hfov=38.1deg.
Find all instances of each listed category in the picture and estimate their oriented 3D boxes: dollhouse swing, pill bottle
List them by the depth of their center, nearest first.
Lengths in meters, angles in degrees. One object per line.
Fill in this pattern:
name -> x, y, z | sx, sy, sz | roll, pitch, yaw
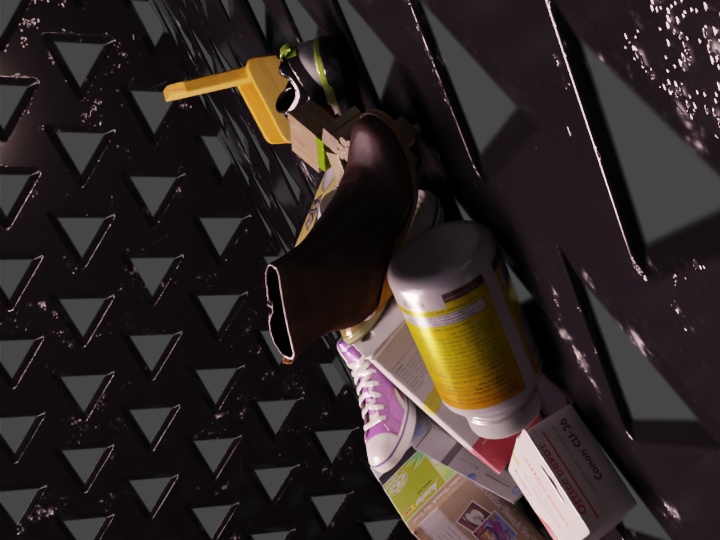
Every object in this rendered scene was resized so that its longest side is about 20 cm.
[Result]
pill bottle -> 0.108, 0.061, 0.998 | 0.202, 0.108, 0.109 | 65, 171, -27
dollhouse swing -> -0.163, -0.218, 1.490 | 0.184, 0.174, 0.200 | 62, 171, -13

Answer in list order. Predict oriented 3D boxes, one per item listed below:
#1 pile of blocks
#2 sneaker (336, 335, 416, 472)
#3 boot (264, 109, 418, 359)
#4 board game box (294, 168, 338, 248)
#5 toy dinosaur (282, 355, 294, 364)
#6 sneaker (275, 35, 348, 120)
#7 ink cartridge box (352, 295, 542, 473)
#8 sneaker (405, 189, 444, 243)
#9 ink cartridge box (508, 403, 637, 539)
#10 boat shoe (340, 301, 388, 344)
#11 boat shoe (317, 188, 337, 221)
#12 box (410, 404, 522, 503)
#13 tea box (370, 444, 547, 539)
pile of blocks -> 0.004, -0.131, 1.089 | 0.199, 0.062, 0.083 | 25, 145, 47
sneaker -> 0.010, 0.141, 1.276 | 0.114, 0.072, 0.203 | 32, -136, -27
boot -> -0.020, -0.033, 0.963 | 0.072, 0.165, 0.203 | 17, 121, 36
board game box -> -0.040, -0.050, 1.295 | 0.034, 0.203, 0.135 | 21, -176, -16
toy dinosaur -> -0.041, 0.051, 1.399 | 0.101, 0.203, 0.135 | 29, 148, -27
sneaker -> -0.055, -0.191, 1.183 | 0.201, 0.081, 0.073 | 80, -178, -55
ink cartridge box -> 0.093, 0.123, 1.195 | 0.200, 0.084, 0.145 | 42, 177, -12
sneaker -> 0.065, -0.025, 1.110 | 0.078, 0.080, 0.200 | 18, 161, -10
ink cartridge box -> 0.209, 0.211, 1.038 | 0.117, 0.067, 0.200 | 57, 173, 20
boat shoe -> 0.002, -0.002, 1.239 | 0.063, 0.203, 0.073 | 35, 139, -20
boat shoe -> 0.002, -0.060, 1.138 | 0.200, 0.071, 0.063 | -54, -31, -65
box -> 0.119, 0.211, 1.373 | 0.199, 0.041, 0.156 | 32, -167, -33
tea box -> 0.145, 0.345, 1.523 | 0.200, 0.134, 0.197 | 48, 178, -24
